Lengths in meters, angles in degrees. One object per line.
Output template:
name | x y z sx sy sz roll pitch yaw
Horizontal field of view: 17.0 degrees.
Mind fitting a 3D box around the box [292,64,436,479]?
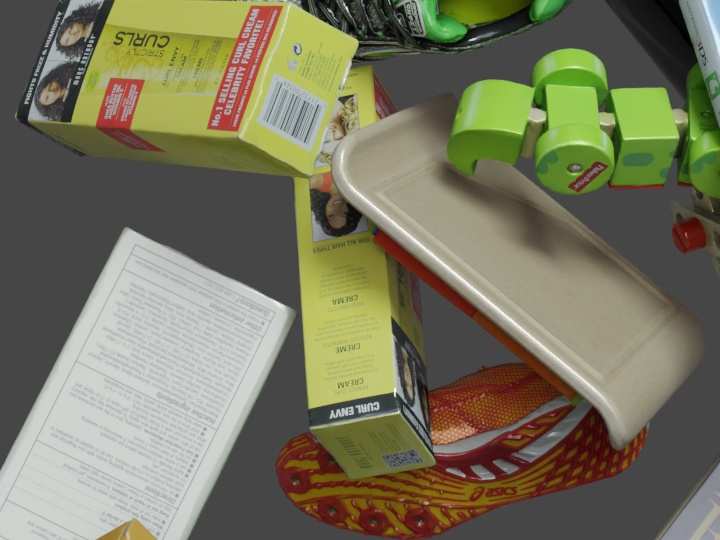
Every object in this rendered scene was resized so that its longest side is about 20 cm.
box | 0.000 0.000 1.228 0.050 0.075 0.200 -12 61 13

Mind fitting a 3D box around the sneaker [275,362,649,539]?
sneaker | 0.054 0.090 1.265 0.200 0.077 0.073 -11 118 7

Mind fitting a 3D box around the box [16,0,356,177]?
box | -0.091 -0.094 1.207 0.050 0.200 0.075 27 79 -39

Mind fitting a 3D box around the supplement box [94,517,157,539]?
supplement box | -0.168 0.198 1.169 0.200 0.067 0.069 -34 107 31

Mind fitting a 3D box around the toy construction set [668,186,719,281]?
toy construction set | 0.259 -0.061 1.268 0.200 0.131 0.092 -30 130 -7

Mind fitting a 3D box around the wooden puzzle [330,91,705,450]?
wooden puzzle | 0.081 -0.001 1.219 0.200 0.185 0.037 44 113 6

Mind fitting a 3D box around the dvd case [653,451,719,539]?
dvd case | 0.251 0.145 1.290 0.149 0.016 0.200 38 81 2

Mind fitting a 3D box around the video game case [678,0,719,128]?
video game case | 0.266 -0.068 1.181 0.200 0.022 0.182 -7 72 -26

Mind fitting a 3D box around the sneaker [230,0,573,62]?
sneaker | 0.019 -0.143 1.213 0.200 0.085 0.078 -12 109 23

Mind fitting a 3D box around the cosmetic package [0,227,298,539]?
cosmetic package | -0.121 0.091 1.242 0.104 0.073 0.200 27 82 0

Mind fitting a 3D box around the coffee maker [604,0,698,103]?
coffee maker | 0.161 -0.170 1.284 0.192 0.135 0.200 -41 85 16

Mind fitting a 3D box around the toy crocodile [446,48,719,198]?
toy crocodile | 0.143 -0.066 1.196 0.200 0.062 0.068 2 51 -4
